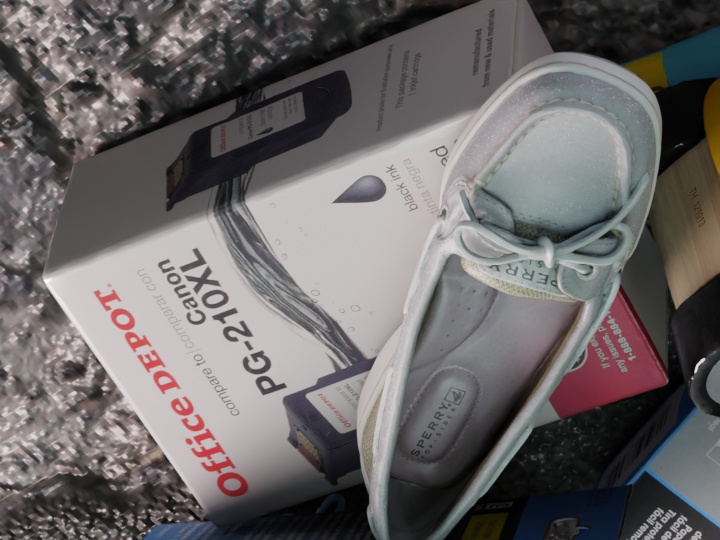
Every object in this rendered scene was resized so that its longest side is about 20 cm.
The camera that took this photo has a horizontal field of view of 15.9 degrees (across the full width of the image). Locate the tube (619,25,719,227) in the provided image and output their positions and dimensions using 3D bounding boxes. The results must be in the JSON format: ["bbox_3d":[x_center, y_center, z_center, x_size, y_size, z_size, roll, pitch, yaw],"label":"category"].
[{"bbox_3d":[0.162,-0.073,0.983,0.200,0.050,0.077,-23,114,23],"label":"tube"}]

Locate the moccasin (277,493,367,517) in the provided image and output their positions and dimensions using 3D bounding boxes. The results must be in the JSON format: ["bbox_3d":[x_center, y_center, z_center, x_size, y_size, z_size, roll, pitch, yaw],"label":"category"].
[{"bbox_3d":[0.003,0.131,1.100,0.200,0.080,0.068,5,105,7],"label":"moccasin"}]

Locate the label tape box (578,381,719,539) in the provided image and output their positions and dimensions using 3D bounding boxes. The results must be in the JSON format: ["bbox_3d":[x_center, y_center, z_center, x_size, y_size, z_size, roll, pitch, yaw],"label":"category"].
[{"bbox_3d":[0.212,0.111,1.062,0.200,0.066,0.143,37,119,0],"label":"label tape box"}]

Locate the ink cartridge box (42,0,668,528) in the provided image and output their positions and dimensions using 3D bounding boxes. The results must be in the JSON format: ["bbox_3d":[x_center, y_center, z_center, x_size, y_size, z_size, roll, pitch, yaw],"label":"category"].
[{"bbox_3d":[0.000,0.000,0.995,0.200,0.084,0.145,-20,122,20],"label":"ink cartridge box"}]

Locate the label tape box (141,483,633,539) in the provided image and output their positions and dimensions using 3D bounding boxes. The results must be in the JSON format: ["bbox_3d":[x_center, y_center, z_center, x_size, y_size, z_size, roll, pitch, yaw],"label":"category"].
[{"bbox_3d":[0.004,0.134,0.986,0.200,0.144,0.063,-5,97,10],"label":"label tape box"}]

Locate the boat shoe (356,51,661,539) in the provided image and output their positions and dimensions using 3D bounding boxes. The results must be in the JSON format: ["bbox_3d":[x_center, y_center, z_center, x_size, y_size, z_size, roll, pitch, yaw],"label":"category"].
[{"bbox_3d":[0.050,0.015,0.909,0.074,0.065,0.202,21,125,-11],"label":"boat shoe"}]

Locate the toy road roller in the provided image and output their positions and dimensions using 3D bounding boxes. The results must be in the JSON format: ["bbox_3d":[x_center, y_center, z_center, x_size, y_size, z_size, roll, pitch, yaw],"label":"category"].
[{"bbox_3d":[0.202,-0.015,0.927,0.200,0.123,0.146,21,132,-34],"label":"toy road roller"}]
